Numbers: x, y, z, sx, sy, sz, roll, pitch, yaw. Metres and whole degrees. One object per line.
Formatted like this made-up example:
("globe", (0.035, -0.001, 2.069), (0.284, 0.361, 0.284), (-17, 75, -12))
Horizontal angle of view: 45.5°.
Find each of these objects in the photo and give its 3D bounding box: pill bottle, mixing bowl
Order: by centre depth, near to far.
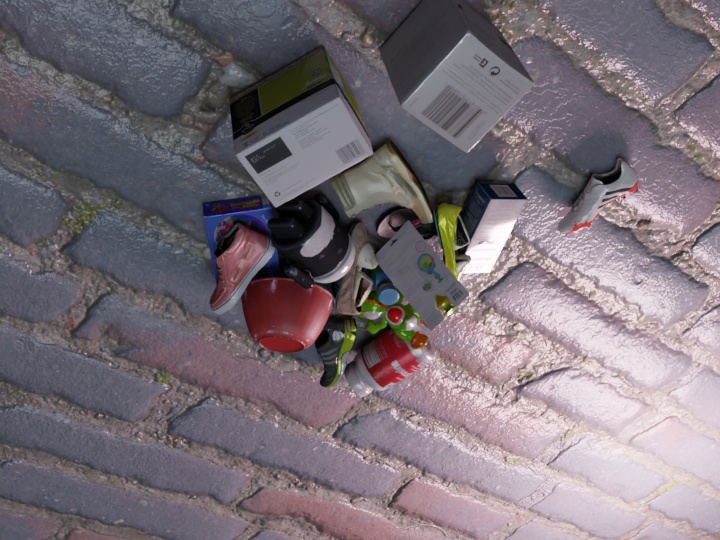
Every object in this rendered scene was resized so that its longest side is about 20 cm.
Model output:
("mixing bowl", (-0.158, 0.103, 1.770), (0.199, 0.109, 0.200), (5, 156, 2))
("pill bottle", (0.063, 0.206, 1.982), (0.200, 0.112, 0.112), (-34, 130, 17))

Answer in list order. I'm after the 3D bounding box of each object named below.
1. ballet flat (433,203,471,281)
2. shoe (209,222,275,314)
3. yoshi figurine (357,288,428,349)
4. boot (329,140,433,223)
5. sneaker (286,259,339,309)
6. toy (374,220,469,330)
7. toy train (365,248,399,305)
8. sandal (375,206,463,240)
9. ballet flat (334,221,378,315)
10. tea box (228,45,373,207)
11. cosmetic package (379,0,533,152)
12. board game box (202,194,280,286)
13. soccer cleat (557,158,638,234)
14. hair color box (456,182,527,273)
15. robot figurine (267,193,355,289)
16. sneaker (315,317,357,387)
("ballet flat", (0.192, -0.040, 1.757), (0.067, 0.067, 0.201), (-5, 106, 11))
("shoe", (-0.260, -0.005, 1.688), (0.091, 0.072, 0.200), (28, 114, -31))
("yoshi figurine", (0.059, 0.091, 1.880), (0.199, 0.113, 0.112), (27, 132, -8))
("boot", (0.045, -0.143, 1.699), (0.154, 0.072, 0.200), (-29, 126, 11))
("sneaker", (-0.116, 0.034, 1.816), (0.087, 0.075, 0.200), (-27, 132, 16))
("toy", (0.129, 0.010, 1.748), (0.115, 0.200, 0.047), (-46, 157, 24))
("toy train", (0.117, 0.020, 1.829), (0.199, 0.116, 0.085), (1, 131, -14))
("sandal", (0.132, -0.092, 1.782), (0.199, 0.045, 0.075), (-2, 132, -13))
("ballet flat", (0.000, 0.000, 1.781), (0.068, 0.067, 0.201), (-22, 127, -58))
("tea box", (-0.106, -0.251, 1.481), (0.199, 0.197, 0.134), (-27, 131, 11))
("cosmetic package", (0.158, -0.346, 1.460), (0.165, 0.200, 0.165), (28, 120, -32))
("board game box", (-0.236, -0.052, 1.727), (0.134, 0.045, 0.201), (-8, 132, -7))
("soccer cleat", (0.491, -0.155, 1.807), (0.200, 0.069, 0.085), (-36, 120, 14))
("hair color box", (0.258, -0.087, 1.796), (0.100, 0.061, 0.200), (-2, 132, -30))
("robot figurine", (-0.096, -0.060, 1.681), (0.150, 0.125, 0.200), (-41, 134, 5))
("sneaker", (-0.069, 0.185, 1.970), (0.081, 0.074, 0.201), (11, 122, -11))
